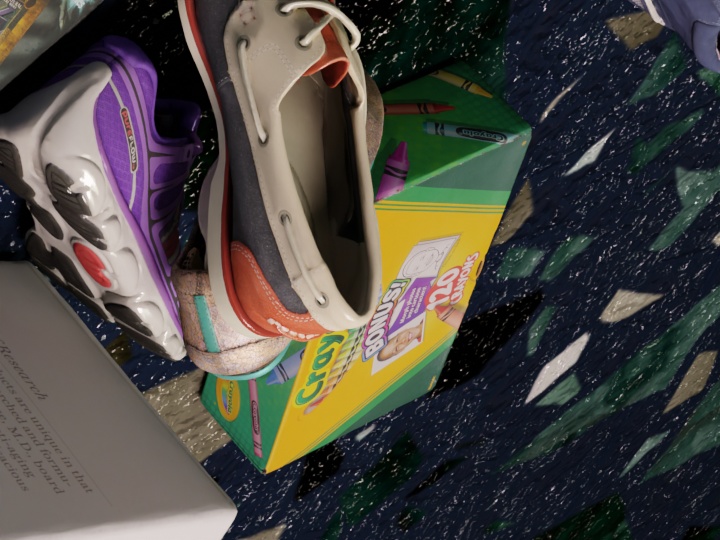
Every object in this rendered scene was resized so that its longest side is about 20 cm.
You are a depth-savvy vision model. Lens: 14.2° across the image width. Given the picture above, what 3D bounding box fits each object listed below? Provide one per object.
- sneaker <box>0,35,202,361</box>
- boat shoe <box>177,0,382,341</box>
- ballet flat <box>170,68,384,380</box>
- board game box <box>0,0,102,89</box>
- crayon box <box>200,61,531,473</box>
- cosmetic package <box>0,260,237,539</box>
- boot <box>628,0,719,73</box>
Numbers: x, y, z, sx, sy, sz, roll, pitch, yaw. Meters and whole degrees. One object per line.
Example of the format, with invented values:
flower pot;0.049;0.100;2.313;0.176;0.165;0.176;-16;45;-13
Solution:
sneaker;-0.094;-0.029;1.228;0.083;0.081;0.200;-49;161;-18
boat shoe;-0.027;-0.072;1.136;0.071;0.200;0.063;0;175;-41
ballet flat;-0.036;-0.042;1.227;0.068;0.200;0.067;-9;130;20
board game box;-0.169;-0.114;1.032;0.135;0.028;0.200;-41;155;-4
crayon box;0.000;0.000;1.425;0.119;0.058;0.200;-25;150;-34
cosmetic package;-0.196;0.108;1.182;0.200;0.165;0.165;-1;133;-55
boot;0.156;-0.177;1.336;0.073;0.090;0.200;-37;155;-12
